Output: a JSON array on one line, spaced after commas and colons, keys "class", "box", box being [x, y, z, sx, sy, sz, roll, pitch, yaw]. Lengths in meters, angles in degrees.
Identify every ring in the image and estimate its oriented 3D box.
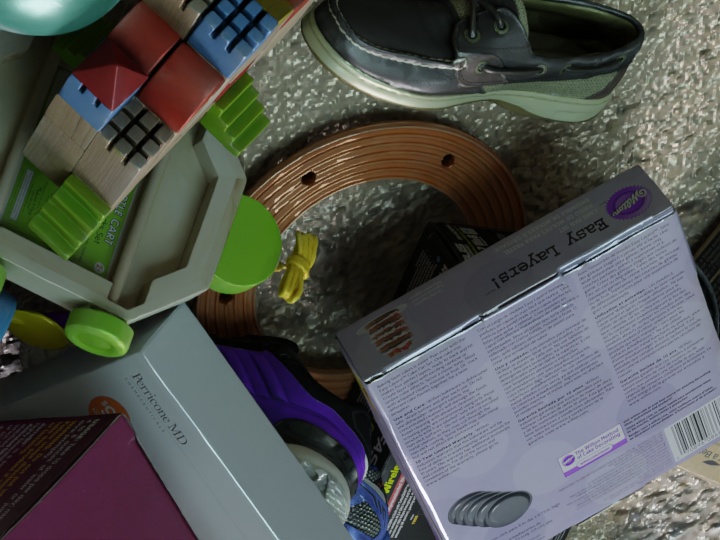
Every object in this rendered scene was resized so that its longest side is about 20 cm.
[{"class": "ring", "box": [0.000, 0.000, 1.353, 0.199, 0.019, 0.201, -14, 130, -17]}]

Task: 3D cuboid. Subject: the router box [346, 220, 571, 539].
[{"class": "router box", "box": [0.076, 0.074, 1.393, 0.149, 0.062, 0.201, 6, 122, -31]}]

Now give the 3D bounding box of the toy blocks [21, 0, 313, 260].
[{"class": "toy blocks", "box": [-0.073, -0.109, 1.104, 0.200, 0.100, 0.137, -48, -177, -26]}]

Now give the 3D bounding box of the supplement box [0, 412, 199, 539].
[{"class": "supplement box", "box": [-0.176, 0.154, 1.202, 0.103, 0.199, 0.131, -46, 116, -38]}]

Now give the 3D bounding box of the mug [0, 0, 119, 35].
[{"class": "mug", "box": [-0.165, -0.186, 1.056, 0.115, 0.185, 0.152, -50, 155, 18]}]

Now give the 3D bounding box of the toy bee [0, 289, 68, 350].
[{"class": "toy bee", "box": [-0.224, 0.018, 1.212, 0.200, 0.109, 0.131, -40, 105, -13]}]

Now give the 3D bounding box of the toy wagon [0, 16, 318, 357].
[{"class": "toy wagon", "box": [-0.115, -0.036, 1.173, 0.199, 0.040, 0.156, 27, 65, -20]}]

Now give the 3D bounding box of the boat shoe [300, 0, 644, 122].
[{"class": "boat shoe", "box": [0.062, -0.124, 1.248, 0.200, 0.072, 0.066, 6, 137, -37]}]

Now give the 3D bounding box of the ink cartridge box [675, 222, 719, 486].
[{"class": "ink cartridge box", "box": [0.268, 0.059, 1.497, 0.200, 0.075, 0.165, 24, 112, -38]}]

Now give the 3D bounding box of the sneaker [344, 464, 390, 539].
[{"class": "sneaker", "box": [-0.076, 0.124, 1.348, 0.199, 0.075, 0.079, 9, 101, -2]}]

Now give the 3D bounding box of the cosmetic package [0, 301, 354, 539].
[{"class": "cosmetic package", "box": [-0.096, 0.127, 1.250, 0.150, 0.052, 0.200, -24, 109, 36]}]

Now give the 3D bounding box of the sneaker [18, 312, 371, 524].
[{"class": "sneaker", "box": [-0.083, 0.066, 1.303, 0.199, 0.100, 0.070, 26, 132, 6]}]

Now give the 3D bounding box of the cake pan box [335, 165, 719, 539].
[{"class": "cake pan box", "box": [0.107, 0.058, 1.321, 0.199, 0.052, 0.185, -30, 134, -2]}]
